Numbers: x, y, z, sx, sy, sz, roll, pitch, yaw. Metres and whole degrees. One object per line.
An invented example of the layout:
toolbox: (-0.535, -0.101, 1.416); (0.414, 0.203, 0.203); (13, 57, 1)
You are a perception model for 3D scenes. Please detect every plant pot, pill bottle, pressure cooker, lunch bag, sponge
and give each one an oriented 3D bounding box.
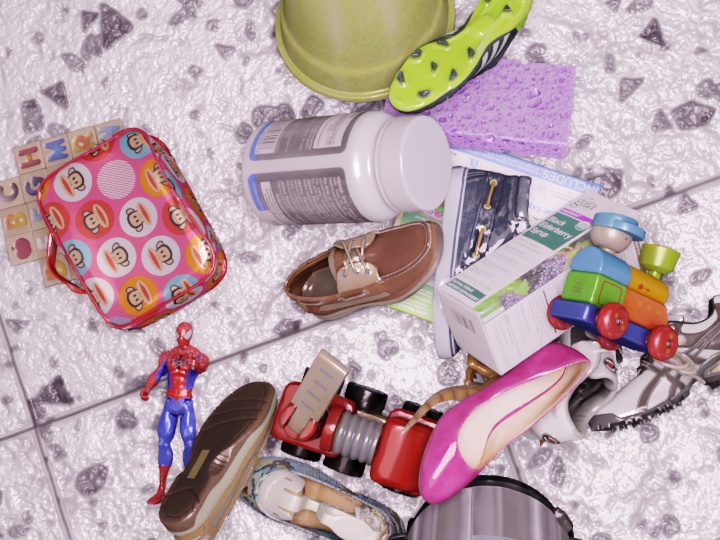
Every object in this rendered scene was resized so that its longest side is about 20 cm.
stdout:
plant pot: (-0.007, -0.304, 1.218); (0.200, 0.184, 0.201); (-3, 69, 7)
pill bottle: (-0.015, -0.105, 1.233); (0.199, 0.114, 0.114); (0, 86, 35)
pressure cooker: (0.130, 0.304, 1.189); (0.176, 0.200, 0.179); (39, 113, -13)
lunch bag: (-0.259, -0.037, 1.307); (0.176, 0.082, 0.200); (-30, 84, 5)
sponge: (0.125, -0.179, 1.273); (0.199, 0.030, 0.112); (8, 58, 8)

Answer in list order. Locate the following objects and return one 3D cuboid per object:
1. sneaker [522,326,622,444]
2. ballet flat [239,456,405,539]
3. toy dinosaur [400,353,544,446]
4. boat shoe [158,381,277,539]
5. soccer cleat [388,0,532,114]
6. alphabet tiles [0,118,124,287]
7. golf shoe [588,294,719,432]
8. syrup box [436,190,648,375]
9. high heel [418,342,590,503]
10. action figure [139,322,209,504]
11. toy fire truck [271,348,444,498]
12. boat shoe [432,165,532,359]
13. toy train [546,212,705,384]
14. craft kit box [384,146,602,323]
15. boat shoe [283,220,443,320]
sneaker: (0.238, 0.087, 1.217); (0.074, 0.088, 0.200); (32, 74, -32)
ballet flat: (-0.047, 0.251, 1.274); (0.199, 0.074, 0.074); (17, 89, 9)
toy dinosaur: (0.126, 0.127, 1.221); (0.060, 0.200, 0.106); (-50, 37, 34)
boat shoe: (-0.141, 0.209, 1.266); (0.071, 0.076, 0.200); (2, 44, 38)
soccer cleat: (0.109, -0.221, 1.239); (0.067, 0.081, 0.200); (39, 74, 23)
alphabet tiles: (-0.316, -0.077, 1.361); (0.199, 0.006, 0.167); (-15, 85, 6)
golf shoe: (0.313, 0.098, 1.236); (0.200, 0.078, 0.095); (-27, 80, -5)
syrup box: (0.184, 0.008, 1.180); (0.200, 0.079, 0.082); (-33, 122, -15)
high heel: (0.139, 0.149, 1.150); (0.200, 0.096, 0.067); (-44, 112, -21)
action figure: (-0.202, 0.154, 1.289); (0.065, 0.099, 0.201); (3, 84, 7)
toy fire truck: (-0.004, 0.153, 1.207); (0.176, 0.200, 0.129); (19, 90, 9)
boat shoe: (0.126, -0.006, 1.223); (0.091, 0.071, 0.201); (5, 87, 9)
toy train: (0.280, 0.027, 1.150); (0.200, 0.085, 0.116); (22, 83, -32)
craft kit box: (0.132, -0.027, 1.280); (0.199, 0.049, 0.198); (20, 87, 9)
boat shoe: (0.000, 0.000, 1.236); (0.200, 0.072, 0.076); (-29, 57, 37)
